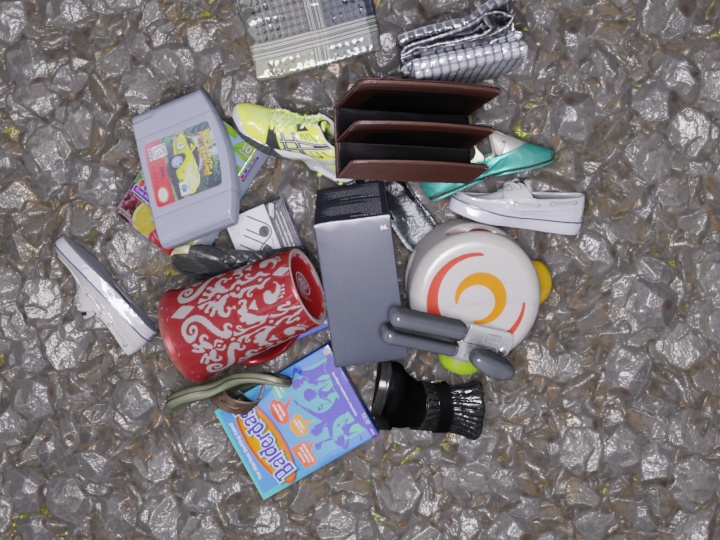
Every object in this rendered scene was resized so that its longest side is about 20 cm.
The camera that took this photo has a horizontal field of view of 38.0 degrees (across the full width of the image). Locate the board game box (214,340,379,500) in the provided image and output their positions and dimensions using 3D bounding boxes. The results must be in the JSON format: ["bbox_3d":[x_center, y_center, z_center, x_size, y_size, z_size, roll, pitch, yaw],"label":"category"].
[{"bbox_3d":[-0.093,0.221,1.541,0.198,0.045,0.153,-31,91,5],"label":"board game box"}]

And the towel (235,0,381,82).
[{"bbox_3d":[-0.082,-0.389,1.518,0.197,0.035,0.196,-13,95,1],"label":"towel"}]

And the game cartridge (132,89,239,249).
[{"bbox_3d":[-0.240,-0.146,1.463,0.131,0.041,0.203,-18,77,11],"label":"game cartridge"}]

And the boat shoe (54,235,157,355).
[{"bbox_3d":[-0.389,0.041,1.536,0.070,0.071,0.200,-42,97,1],"label":"boat shoe"}]

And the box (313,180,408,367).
[{"bbox_3d":[0.000,0.000,1.432,0.102,0.182,0.203,-8,108,1],"label":"box"}]

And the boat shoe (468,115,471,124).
[{"bbox_3d":[0.063,-0.209,1.488,0.197,0.063,0.074,-9,71,-2],"label":"boat shoe"}]

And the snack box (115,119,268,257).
[{"bbox_3d":[-0.244,-0.126,1.507,0.142,0.053,0.201,36,94,18],"label":"snack box"}]

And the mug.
[{"bbox_3d":[-0.149,0.055,1.432,0.198,0.177,0.135,-22,82,18],"label":"mug"}]

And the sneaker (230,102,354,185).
[{"bbox_3d":[-0.083,-0.195,1.456,0.197,0.076,0.077,20,137,-9],"label":"sneaker"}]

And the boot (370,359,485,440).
[{"bbox_3d":[0.097,0.179,1.458,0.155,0.211,0.081,5,72,7],"label":"boot"}]

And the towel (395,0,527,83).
[{"bbox_3d":[0.130,-0.303,1.424,0.163,0.200,0.087,-13,92,2],"label":"towel"}]

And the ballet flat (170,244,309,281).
[{"bbox_3d":[-0.168,-0.012,1.473,0.197,0.067,0.058,6,56,-12],"label":"ballet flat"}]

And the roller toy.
[{"bbox_3d":[0.155,0.022,1.471,0.199,0.140,0.183,-40,102,7],"label":"roller toy"}]

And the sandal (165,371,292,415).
[{"bbox_3d":[-0.184,0.182,1.492,0.198,0.080,0.058,-16,78,21],"label":"sandal"}]

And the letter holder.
[{"bbox_3d":[0.078,-0.183,1.378,0.197,0.142,0.102,1,80,-17],"label":"letter holder"}]

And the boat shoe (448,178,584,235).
[{"bbox_3d":[0.223,-0.099,1.488,0.197,0.074,0.066,6,107,-14],"label":"boat shoe"}]

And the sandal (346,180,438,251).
[{"bbox_3d":[0.042,-0.112,1.514,0.075,0.048,0.201,-44,90,4],"label":"sandal"}]

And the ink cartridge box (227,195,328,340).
[{"bbox_3d":[-0.117,0.003,1.530,0.093,0.044,0.203,-22,92,5],"label":"ink cartridge box"}]

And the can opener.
[{"bbox_3d":[0.120,0.092,1.362,0.198,0.067,0.053,16,114,-24],"label":"can opener"}]

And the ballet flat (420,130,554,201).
[{"bbox_3d":[0.178,-0.160,1.493,0.197,0.067,0.071,-18,103,5],"label":"ballet flat"}]
